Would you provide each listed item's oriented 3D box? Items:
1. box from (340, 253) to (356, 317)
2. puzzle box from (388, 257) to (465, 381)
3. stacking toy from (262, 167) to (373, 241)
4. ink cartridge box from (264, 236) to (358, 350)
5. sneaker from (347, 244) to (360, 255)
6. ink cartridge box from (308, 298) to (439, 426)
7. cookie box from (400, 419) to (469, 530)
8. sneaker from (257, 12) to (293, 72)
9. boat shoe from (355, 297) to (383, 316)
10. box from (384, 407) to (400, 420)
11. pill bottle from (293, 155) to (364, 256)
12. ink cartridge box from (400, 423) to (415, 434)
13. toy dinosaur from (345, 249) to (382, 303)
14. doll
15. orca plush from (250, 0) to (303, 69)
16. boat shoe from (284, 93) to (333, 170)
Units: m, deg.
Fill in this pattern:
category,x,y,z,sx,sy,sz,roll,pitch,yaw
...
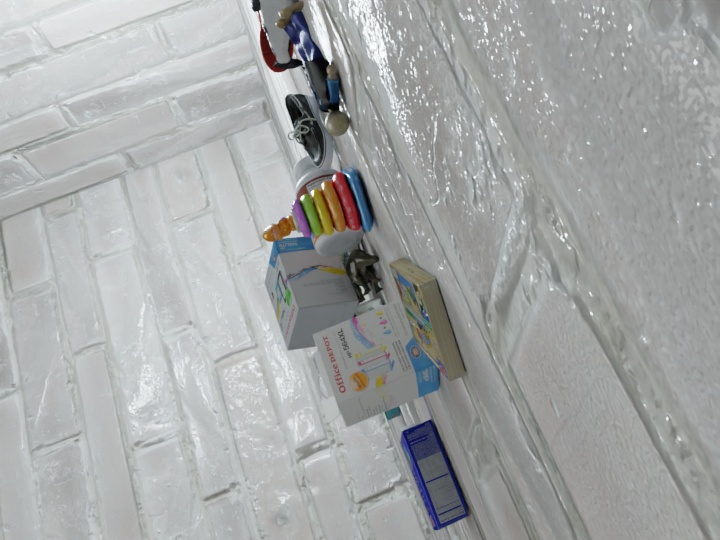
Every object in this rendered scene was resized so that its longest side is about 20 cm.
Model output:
category,x,y,z,sx,sy,sz,roll,pitch,yaw
box,-0.033,0.034,1.680,0.158,0.050,0.204,81,-173,-65
puzzle box,0.089,0.061,0.941,0.200,0.025,0.136,-135,25,-79
stacking toy,-0.084,-0.099,1.208,0.116,0.196,0.112,-125,14,-73
ink cartridge box,-0.113,0.047,1.509,0.148,0.143,0.202,110,145,-43
sneaker,-0.055,-0.104,1.580,0.071,0.079,0.203,84,164,-65
ink cartridge box,0.016,0.157,1.115,0.126,0.196,0.130,78,170,-61
cookie box,0.153,0.436,1.431,0.172,0.074,0.203,83,166,-69
sneaker,-0.182,-0.529,1.419,0.116,0.076,0.204,-102,7,-62
boat shoe,0.038,0.111,1.521,0.070,0.071,0.200,70,166,-11
box,0.075,0.399,2.301,0.083,0.048,0.202,76,172,-56
pill bottle,-0.075,-0.142,1.438,0.113,0.110,0.203,81,168,-67
ink cartridge box,0.160,0.499,1.768,0.200,0.046,0.163,120,130,-86
toy dinosaur,0.000,0.000,1.397,0.103,0.076,0.200,57,175,16
doll,-0.068,-0.309,1.063,0.203,0.048,0.136,65,167,-7
orca plush,-0.132,-0.462,1.230,0.103,0.072,0.201,16,151,24
boat shoe,-0.112,-0.292,1.405,0.074,0.067,0.203,-45,52,44
